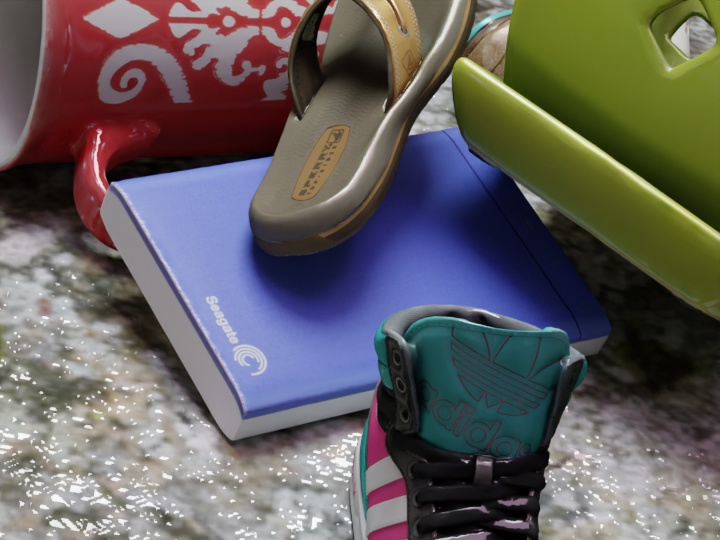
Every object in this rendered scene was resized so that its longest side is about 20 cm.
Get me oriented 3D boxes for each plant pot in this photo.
[{"bbox_3d":[0.166,-0.085,1.104,0.200,0.182,0.199,36,6,20],"label":"plant pot"}]

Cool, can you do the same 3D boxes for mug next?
[{"bbox_3d":[-0.082,-0.093,1.166,0.199,0.179,0.133,-1,-2,-29],"label":"mug"}]

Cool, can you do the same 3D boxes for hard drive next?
[{"bbox_3d":[0.000,0.000,1.080,0.199,0.025,0.132,-11,54,-34],"label":"hard drive"}]

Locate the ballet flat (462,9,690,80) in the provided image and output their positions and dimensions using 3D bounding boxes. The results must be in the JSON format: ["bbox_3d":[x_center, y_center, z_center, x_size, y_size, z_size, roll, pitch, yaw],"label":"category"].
[{"bbox_3d":[0.137,-0.123,1.327,0.199,0.068,0.072,-24,67,-44],"label":"ballet flat"}]

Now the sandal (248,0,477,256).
[{"bbox_3d":[-0.004,-0.093,1.072,0.080,0.054,0.201,-8,43,37],"label":"sandal"}]

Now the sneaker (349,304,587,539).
[{"bbox_3d":[0.044,0.079,0.908,0.083,0.121,0.201,5,33,-13],"label":"sneaker"}]
